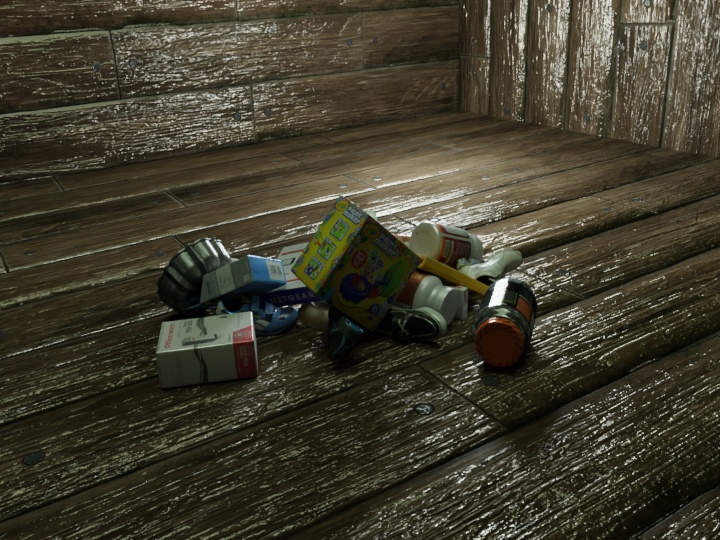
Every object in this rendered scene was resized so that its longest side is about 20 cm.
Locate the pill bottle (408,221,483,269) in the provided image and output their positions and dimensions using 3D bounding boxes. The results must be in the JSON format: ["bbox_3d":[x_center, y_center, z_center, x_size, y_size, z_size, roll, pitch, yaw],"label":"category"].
[{"bbox_3d":[0.225,-0.059,1.825,0.196,0.113,0.108,8,9,-43],"label":"pill bottle"}]

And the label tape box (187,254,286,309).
[{"bbox_3d":[-0.290,0.032,1.634,0.196,0.068,0.142,-20,-12,24],"label":"label tape box"}]

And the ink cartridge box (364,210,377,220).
[{"bbox_3d":[-0.002,-0.052,1.804,0.105,0.051,0.206,-1,65,-11],"label":"ink cartridge box"}]

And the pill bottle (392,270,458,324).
[{"bbox_3d":[0.119,0.055,1.608,0.196,0.116,0.111,18,29,33],"label":"pill bottle"}]

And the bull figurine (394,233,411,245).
[{"bbox_3d":[0.129,-0.062,1.972,0.194,0.067,0.122,5,27,24],"label":"bull figurine"}]

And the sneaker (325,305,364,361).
[{"bbox_3d":[-0.050,0.129,1.497,0.073,0.083,0.200,36,1,-10],"label":"sneaker"}]

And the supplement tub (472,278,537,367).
[{"bbox_3d":[0.297,0.107,1.453,0.119,0.126,0.200,5,23,18],"label":"supplement tub"}]

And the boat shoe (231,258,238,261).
[{"bbox_3d":[-0.309,0.018,1.828,0.194,0.073,0.070,8,20,9],"label":"boat shoe"}]

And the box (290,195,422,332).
[{"bbox_3d":[-0.007,-0.013,1.505,0.199,0.195,0.122,34,2,-42],"label":"box"}]

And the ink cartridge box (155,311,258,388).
[{"bbox_3d":[-0.313,0.160,1.451,0.193,0.087,0.146,-8,22,-8],"label":"ink cartridge box"}]

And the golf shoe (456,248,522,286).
[{"bbox_3d":[0.336,0.009,1.789,0.194,0.080,0.098,-15,42,-16],"label":"golf shoe"}]

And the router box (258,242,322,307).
[{"bbox_3d":[-0.133,0.004,1.721,0.195,0.050,0.182,-9,37,30],"label":"router box"}]

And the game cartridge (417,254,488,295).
[{"bbox_3d":[0.181,0.008,1.678,0.196,0.033,0.175,25,-6,-26],"label":"game cartridge"}]

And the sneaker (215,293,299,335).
[{"bbox_3d":[-0.235,0.098,1.597,0.193,0.085,0.074,-5,20,-11],"label":"sneaker"}]

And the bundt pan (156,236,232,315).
[{"bbox_3d":[-0.378,0.024,1.671,0.076,0.205,0.199,41,42,23],"label":"bundt pan"}]

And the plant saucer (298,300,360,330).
[{"bbox_3d":[-0.054,0.081,1.680,0.194,0.038,0.201,-3,21,1],"label":"plant saucer"}]

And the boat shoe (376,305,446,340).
[{"bbox_3d":[0.096,0.119,1.532,0.196,0.073,0.063,5,21,41],"label":"boat shoe"}]

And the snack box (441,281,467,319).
[{"bbox_3d":[0.164,0.056,1.663,0.196,0.074,0.024,15,27,37],"label":"snack box"}]
